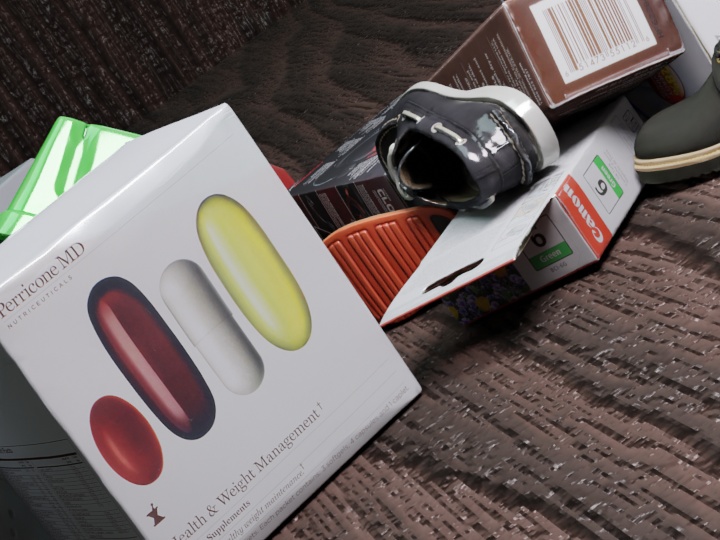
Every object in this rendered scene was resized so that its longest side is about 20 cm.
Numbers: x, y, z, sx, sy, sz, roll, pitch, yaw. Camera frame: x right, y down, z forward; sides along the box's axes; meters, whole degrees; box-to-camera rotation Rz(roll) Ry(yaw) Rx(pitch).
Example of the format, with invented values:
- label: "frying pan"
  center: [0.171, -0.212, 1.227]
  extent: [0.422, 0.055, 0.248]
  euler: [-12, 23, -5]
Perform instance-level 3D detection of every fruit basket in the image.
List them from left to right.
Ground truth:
- label: "fruit basket"
  center: [-0.165, 0.026, 1.277]
  extent: [0.216, 0.154, 0.218]
  euler: [-167, 90, -88]

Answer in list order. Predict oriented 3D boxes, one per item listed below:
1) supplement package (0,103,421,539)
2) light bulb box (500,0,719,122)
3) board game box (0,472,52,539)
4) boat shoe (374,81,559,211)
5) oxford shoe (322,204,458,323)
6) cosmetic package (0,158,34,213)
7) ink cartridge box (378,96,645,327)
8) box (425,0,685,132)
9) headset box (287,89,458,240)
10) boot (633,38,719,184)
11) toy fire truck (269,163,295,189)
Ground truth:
- label: "supplement package"
  center: [-0.113, 0.049, 1.094]
  extent: [0.191, 0.201, 0.147]
  euler: [-42, 15, -27]
- label: "light bulb box"
  center: [0.185, -0.208, 1.259]
  extent: [0.125, 0.199, 0.200]
  euler: [-39, 13, -17]
- label: "board game box"
  center: [-0.225, 0.105, 1.167]
  extent: [0.026, 0.201, 0.200]
  euler: [-22, 16, 16]
- label: "boat shoe"
  center: [0.049, -0.069, 1.188]
  extent: [0.060, 0.074, 0.200]
  euler: [-36, 18, -18]
- label: "oxford shoe"
  center: [0.000, 0.000, 1.280]
  extent: [0.199, 0.072, 0.073]
  euler: [-26, 11, 36]
- label: "cosmetic package"
  center: [-0.481, -0.013, 2.400]
  extent: [0.199, 0.123, 0.199]
  euler: [-25, 16, 42]
- label: "ink cartridge box"
  center: [0.098, -0.020, 1.145]
  extent: [0.109, 0.051, 0.200]
  euler: [-28, 16, 37]
- label: "box"
  center: [0.111, -0.122, 1.219]
  extent: [0.099, 0.075, 0.200]
  euler: [-24, -3, -17]
- label: "headset box"
  center: [0.050, -0.075, 1.399]
  extent: [0.148, 0.075, 0.200]
  euler: [-41, 14, -24]
- label: "boot"
  center: [0.214, -0.145, 1.099]
  extent: [0.199, 0.139, 0.078]
  euler: [-28, 15, 31]
- label: "toy fire truck"
  center: [-0.079, -0.013, 1.450]
  extent: [0.049, 0.140, 0.201]
  euler: [-52, 45, 23]
